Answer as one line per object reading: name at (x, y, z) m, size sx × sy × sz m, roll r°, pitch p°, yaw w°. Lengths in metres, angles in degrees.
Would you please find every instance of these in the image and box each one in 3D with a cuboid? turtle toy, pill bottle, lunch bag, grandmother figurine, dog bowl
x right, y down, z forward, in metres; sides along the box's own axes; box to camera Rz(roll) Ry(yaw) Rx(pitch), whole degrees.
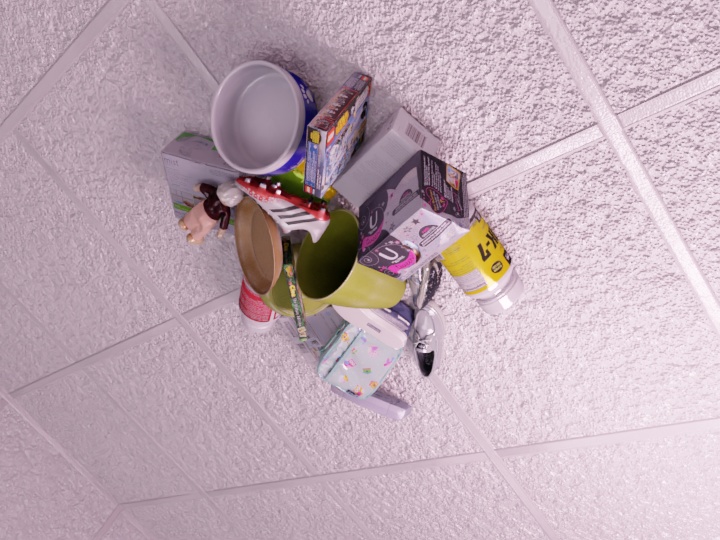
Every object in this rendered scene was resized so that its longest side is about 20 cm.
turtle toy at (-0.131, -0.193, 1.453) m, size 0.145 × 0.102 × 0.200 m, roll -34°, pitch 108°, yaw 30°
pill bottle at (0.220, -0.022, 1.384) m, size 0.113 × 0.115 × 0.201 m, roll -24°, pitch 113°, yaw 42°
lunch bag at (-0.006, 0.196, 1.684) m, size 0.158 × 0.078 × 0.201 m, roll 29°, pitch 115°, yaw -14°
grandmother figurine at (-0.310, -0.130, 1.518) m, size 0.198 × 0.061 × 0.122 m, roll -28°, pitch 102°, yaw 42°
pill bottle at (-0.231, 0.055, 1.726) m, size 0.111 × 0.113 × 0.202 m, roll 27°, pitch 136°, yaw 7°
dog bowl at (-0.180, -0.281, 1.357) m, size 0.196 × 0.078 × 0.205 m, roll 1°, pitch 93°, yaw 26°

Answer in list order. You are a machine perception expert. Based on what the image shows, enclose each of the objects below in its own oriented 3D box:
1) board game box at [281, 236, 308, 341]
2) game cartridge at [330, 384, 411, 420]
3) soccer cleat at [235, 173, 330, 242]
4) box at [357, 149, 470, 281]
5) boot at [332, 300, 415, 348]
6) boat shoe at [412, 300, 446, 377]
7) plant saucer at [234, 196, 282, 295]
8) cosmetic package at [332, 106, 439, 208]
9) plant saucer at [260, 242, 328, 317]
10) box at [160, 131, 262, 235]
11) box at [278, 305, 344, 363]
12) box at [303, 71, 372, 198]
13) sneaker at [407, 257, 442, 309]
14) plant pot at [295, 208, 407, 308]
board game box at (-0.140, 0.040, 1.540) m, size 0.023 × 0.106 × 0.203 m, roll -11°, pitch 127°, yaw -4°
game cartridge at (0.026, 0.317, 1.798) m, size 0.196 × 0.041 × 0.133 m, roll 21°, pitch 176°, yaw 14°
soccer cleat at (-0.154, -0.120, 1.402) m, size 0.196 × 0.069 × 0.086 m, roll 21°, pitch 114°, yaw -5°
box at (0.089, -0.093, 1.304) m, size 0.113 × 0.135 × 0.200 m, roll 20°, pitch 143°, yaw -26°
boot at (0.028, 0.083, 1.602) m, size 0.198 × 0.091 × 0.073 m, roll 36°, pitch 142°, yaw -9°
boat shoe at (0.149, 0.156, 1.612) m, size 0.069 × 0.072 × 0.204 m, roll 10°, pitch 132°, yaw 23°
plant saucer at (-0.205, -0.052, 1.487) m, size 0.199 × 0.035 × 0.205 m, roll 30°, pitch 126°, yaw 53°
cosmetic package at (0.045, -0.198, 1.359) m, size 0.101 × 0.072 × 0.199 m, roll 37°, pitch 137°, yaw -16°
plant saucer at (-0.131, 0.031, 1.622) m, size 0.195 × 0.031 × 0.203 m, roll -7°, pitch 126°, yaw -10°
box at (-0.317, -0.186, 1.581) m, size 0.196 × 0.097 × 0.179 m, roll 16°, pitch 133°, yaw 19°
box at (-0.087, 0.149, 1.773) m, size 0.197 × 0.041 × 0.157 m, roll -12°, pitch 120°, yaw 39°
box at (-0.040, -0.242, 1.286) m, size 0.039 × 0.201 × 0.139 m, roll 20°, pitch 135°, yaw 12°
sneaker at (0.119, -0.016, 1.492) m, size 0.085 × 0.077 × 0.204 m, roll 20°, pitch 128°, yaw 27°
plant pot at (0.000, 0.000, 1.489) m, size 0.185 × 0.191 × 0.198 m, roll -18°, pitch 149°, yaw 40°
